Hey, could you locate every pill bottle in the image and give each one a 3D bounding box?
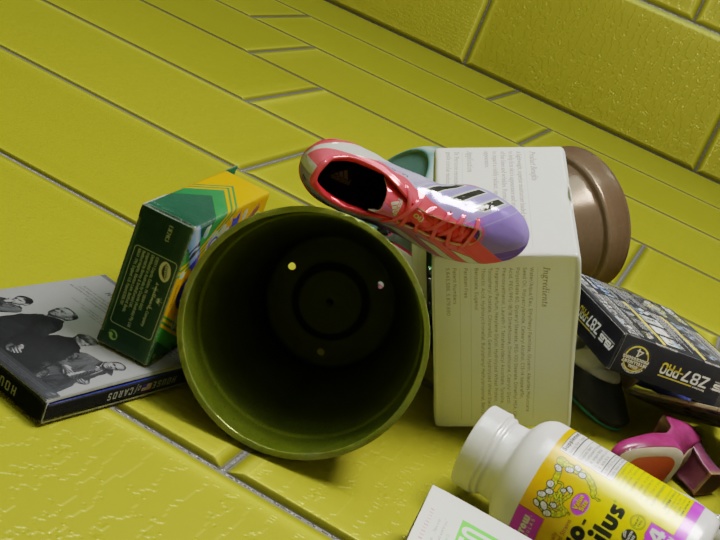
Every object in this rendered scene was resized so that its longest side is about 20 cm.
[{"bbox_3d":[0.175,0.190,0.940,0.200,0.105,0.104,29,20,20],"label":"pill bottle"}]

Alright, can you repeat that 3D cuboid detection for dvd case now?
[{"bbox_3d":[-0.232,0.057,0.960,0.150,0.025,0.200,32,21,25],"label":"dvd case"}]

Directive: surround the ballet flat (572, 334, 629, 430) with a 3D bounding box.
[{"bbox_3d":[0.242,0.096,1.313,0.073,0.073,0.200,11,23,-30],"label":"ballet flat"}]

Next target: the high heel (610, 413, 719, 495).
[{"bbox_3d":[0.280,0.172,1.156,0.200,0.067,0.096,24,23,-48],"label":"high heel"}]

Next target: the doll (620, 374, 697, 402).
[{"bbox_3d":[0.377,0.139,1.366,0.199,0.049,0.136,19,5,-29],"label":"doll"}]

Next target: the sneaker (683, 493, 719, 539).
[{"bbox_3d":[0.339,0.222,0.998,0.079,0.130,0.199,15,20,-22],"label":"sneaker"}]

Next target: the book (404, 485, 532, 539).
[{"bbox_3d":[0.115,0.247,0.827,0.199,0.048,0.134,27,24,6],"label":"book"}]

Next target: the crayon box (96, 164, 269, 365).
[{"bbox_3d":[-0.142,-0.011,1.011,0.051,0.126,0.200,25,19,8],"label":"crayon box"}]

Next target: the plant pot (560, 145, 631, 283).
[{"bbox_3d":[0.226,-0.056,1.553,0.174,0.201,0.200,-13,37,-32],"label":"plant pot"}]

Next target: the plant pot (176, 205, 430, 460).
[{"bbox_3d":[-0.036,0.040,1.009,0.200,0.201,0.193,24,8,3],"label":"plant pot"}]

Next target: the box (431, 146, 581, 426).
[{"bbox_3d":[0.134,0.013,1.119,0.130,0.201,0.199,0,34,5],"label":"box"}]

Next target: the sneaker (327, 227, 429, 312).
[{"bbox_3d":[0.000,0.000,1.178,0.120,0.201,0.084,4,-19,-18],"label":"sneaker"}]

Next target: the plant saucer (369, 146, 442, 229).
[{"bbox_3d":[0.026,-0.070,1.324,0.027,0.200,0.200,44,11,-23],"label":"plant saucer"}]

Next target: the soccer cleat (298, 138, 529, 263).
[{"bbox_3d":[0.044,-0.049,0.940,0.199,0.067,0.077,23,15,-8],"label":"soccer cleat"}]

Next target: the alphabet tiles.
[{"bbox_3d":[0.389,0.159,1.257,0.200,0.006,0.166,11,-10,46],"label":"alphabet tiles"}]

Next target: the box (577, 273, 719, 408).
[{"bbox_3d":[0.305,0.070,1.270,0.161,0.049,0.200,18,15,-17],"label":"box"}]

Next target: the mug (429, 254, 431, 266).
[{"bbox_3d":[0.124,-0.031,1.394,0.185,0.152,0.114,34,19,9],"label":"mug"}]

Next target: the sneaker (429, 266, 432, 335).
[{"bbox_3d":[0.088,0.045,1.299,0.199,0.078,0.085,15,-12,-5],"label":"sneaker"}]
